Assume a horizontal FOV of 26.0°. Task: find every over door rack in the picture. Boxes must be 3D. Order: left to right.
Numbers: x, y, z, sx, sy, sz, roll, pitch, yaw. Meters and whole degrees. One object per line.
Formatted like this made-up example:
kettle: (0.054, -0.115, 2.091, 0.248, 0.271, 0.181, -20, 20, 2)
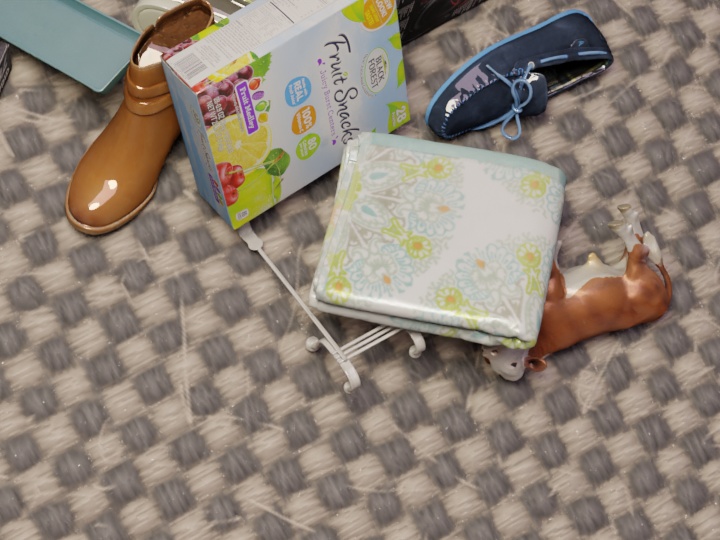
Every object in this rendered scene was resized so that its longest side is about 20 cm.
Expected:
over door rack: (0.000, 0.000, 1.374, 0.147, 0.067, 0.201, -28, 64, -16)

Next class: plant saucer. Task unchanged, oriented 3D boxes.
plant saucer: (-0.276, -0.215, 1.386, 0.199, 0.019, 0.070, 30, 68, 27)

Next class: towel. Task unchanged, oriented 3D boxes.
towel: (0.066, -0.027, 1.321, 0.198, 0.048, 0.173, 10, 63, 9)

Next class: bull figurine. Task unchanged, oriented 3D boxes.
bull figurine: (0.185, 0.020, 1.379, 0.198, 0.065, 0.123, -15, 109, -21)

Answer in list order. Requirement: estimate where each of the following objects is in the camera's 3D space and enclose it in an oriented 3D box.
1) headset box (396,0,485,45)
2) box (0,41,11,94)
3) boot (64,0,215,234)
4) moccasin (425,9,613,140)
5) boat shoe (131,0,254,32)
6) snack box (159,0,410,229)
headset box: (0.071, -0.288, 1.431, 0.199, 0.149, 0.075, -30, 78, -16)
box: (-0.431, -0.136, 1.358, 0.196, 0.050, 0.202, 18, 69, -3)
boot: (-0.190, -0.136, 1.336, 0.073, 0.155, 0.201, 31, 69, 4)
moccasin: (0.152, -0.177, 1.439, 0.199, 0.081, 0.068, -34, 67, -16)
boat shoe: (-0.106, -0.217, 1.421, 0.200, 0.072, 0.061, 21, 55, -10)
snack box: (-0.058, -0.155, 1.334, 0.199, 0.169, 0.068, -34, 54, -17)
